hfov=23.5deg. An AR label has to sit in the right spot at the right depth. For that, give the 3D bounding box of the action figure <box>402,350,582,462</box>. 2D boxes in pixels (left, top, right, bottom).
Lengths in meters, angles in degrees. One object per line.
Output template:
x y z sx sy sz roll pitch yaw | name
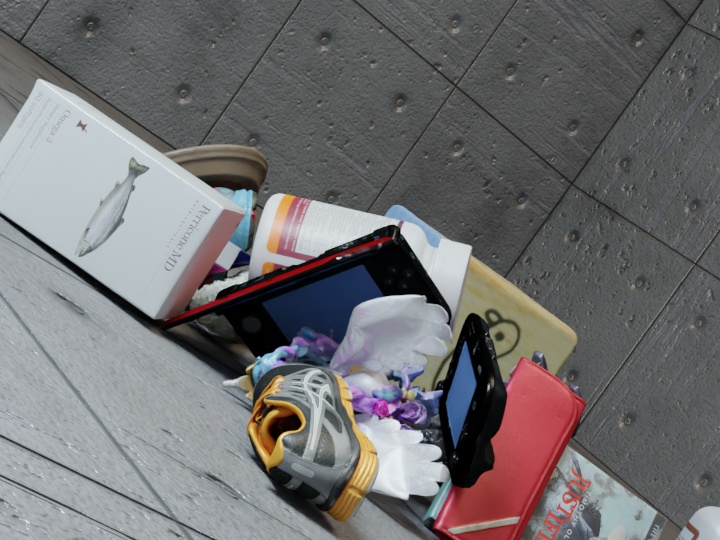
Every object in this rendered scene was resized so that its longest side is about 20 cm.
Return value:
0.119 0.141 1.662 0.199 0.070 0.130 -15 31 -39 | action figure

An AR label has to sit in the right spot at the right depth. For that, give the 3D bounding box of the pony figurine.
-0.001 0.106 1.494 0.191 0.169 0.200 3 -5 19 | pony figurine

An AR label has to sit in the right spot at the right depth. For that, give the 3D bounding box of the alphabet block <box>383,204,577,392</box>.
0.091 0.074 1.981 0.199 0.196 0.196 32 6 -30 | alphabet block

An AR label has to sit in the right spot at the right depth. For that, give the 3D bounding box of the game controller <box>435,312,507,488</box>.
0.096 0.111 1.525 0.042 0.106 0.200 7 17 -4 | game controller

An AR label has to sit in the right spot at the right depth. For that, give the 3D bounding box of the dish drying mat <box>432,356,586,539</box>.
0.134 0.172 1.541 0.076 0.201 0.018 35 -33 -4 | dish drying mat

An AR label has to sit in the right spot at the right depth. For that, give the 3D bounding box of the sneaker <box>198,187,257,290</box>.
-0.172 -0.042 1.780 0.094 0.080 0.200 12 -25 -16 | sneaker

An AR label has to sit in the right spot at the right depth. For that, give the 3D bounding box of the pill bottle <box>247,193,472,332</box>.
0.000 0.000 1.641 0.198 0.111 0.110 13 1 5 | pill bottle

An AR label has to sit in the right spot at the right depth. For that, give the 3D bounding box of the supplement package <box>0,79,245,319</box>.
-0.218 -0.060 1.520 0.199 0.118 0.117 34 2 5 | supplement package

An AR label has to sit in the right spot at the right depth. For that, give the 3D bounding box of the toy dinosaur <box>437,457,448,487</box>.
0.126 0.215 1.640 0.135 0.102 0.201 8 43 -51 | toy dinosaur

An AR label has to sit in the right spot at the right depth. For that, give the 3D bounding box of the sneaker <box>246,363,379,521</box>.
-0.049 0.113 1.286 0.077 0.079 0.200 25 6 -23 | sneaker

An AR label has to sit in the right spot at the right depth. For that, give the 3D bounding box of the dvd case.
0.168 0.224 1.555 0.199 0.147 0.022 37 -32 -5 | dvd case

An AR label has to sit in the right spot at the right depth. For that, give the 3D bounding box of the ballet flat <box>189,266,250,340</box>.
-0.134 0.030 1.723 0.071 0.072 0.200 36 1 3 | ballet flat

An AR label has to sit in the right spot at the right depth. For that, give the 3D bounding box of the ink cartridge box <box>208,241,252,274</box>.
-0.195 -0.028 1.683 0.094 0.038 0.199 -12 -28 36 | ink cartridge box

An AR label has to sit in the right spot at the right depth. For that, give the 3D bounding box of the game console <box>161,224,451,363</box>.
-0.044 0.047 1.538 0.173 0.198 0.119 56 29 -28 | game console

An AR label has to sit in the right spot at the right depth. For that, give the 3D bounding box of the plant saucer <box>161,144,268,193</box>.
-0.189 -0.076 1.794 0.200 0.198 0.030 29 43 -68 | plant saucer

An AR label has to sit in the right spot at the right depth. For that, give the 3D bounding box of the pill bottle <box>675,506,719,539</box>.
0.333 0.297 1.624 0.112 0.201 0.112 36 3 -2 | pill bottle

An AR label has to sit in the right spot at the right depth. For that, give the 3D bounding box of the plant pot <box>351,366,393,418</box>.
-0.002 0.115 1.728 0.201 0.027 0.200 56 5 -8 | plant pot
